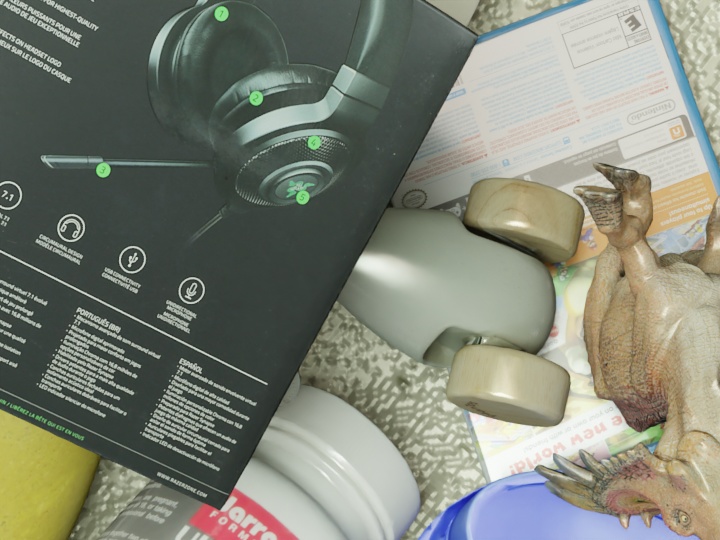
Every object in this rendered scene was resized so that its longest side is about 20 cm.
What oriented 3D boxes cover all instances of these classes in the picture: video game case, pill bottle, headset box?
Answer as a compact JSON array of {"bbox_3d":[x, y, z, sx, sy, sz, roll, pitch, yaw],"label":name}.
[{"bbox_3d":[0.094,-0.013,0.829,0.142,0.018,0.202,-19,83,5],"label":"video game case"},{"bbox_3d":[-0.064,0.144,0.760,0.110,0.111,0.200,38,61,8],"label":"pill bottle"},{"bbox_3d":[-0.082,-0.052,0.635,0.173,0.093,0.201,27,94,-25],"label":"headset box"}]

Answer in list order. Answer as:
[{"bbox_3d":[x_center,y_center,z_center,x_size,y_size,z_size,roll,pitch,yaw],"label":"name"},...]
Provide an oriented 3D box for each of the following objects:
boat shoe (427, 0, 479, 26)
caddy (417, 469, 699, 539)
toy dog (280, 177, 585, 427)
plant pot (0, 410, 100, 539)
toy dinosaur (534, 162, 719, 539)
[{"bbox_3d":[0.013,-0.138,0.827,0.072,0.068,0.201,32,90,-27],"label":"boat shoe"},{"bbox_3d":[0.105,0.164,0.768,0.198,0.105,0.143,23,81,9],"label":"caddy"},{"bbox_3d":[0.000,0.000,0.769,0.199,0.096,0.133,34,72,-1],"label":"toy dog"},{"bbox_3d":[-0.185,0.057,0.788,0.197,0.200,0.144,-4,109,7],"label":"plant pot"},{"bbox_3d":[0.115,0.034,0.720,0.085,0.200,0.137,8,99,6],"label":"toy dinosaur"}]
